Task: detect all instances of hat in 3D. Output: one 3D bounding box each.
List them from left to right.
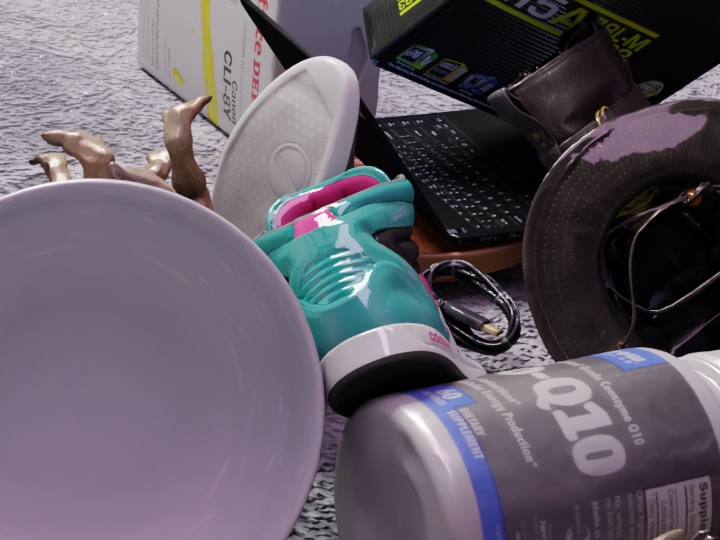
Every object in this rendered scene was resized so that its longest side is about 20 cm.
[{"bbox_3d":[0.178,0.012,1.168,0.200,0.201,0.081,3,-13,-6],"label":"hat"}]

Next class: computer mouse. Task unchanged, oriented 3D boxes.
[{"bbox_3d":[0.000,0.000,1.206,0.200,0.034,0.059,17,69,25],"label":"computer mouse"}]

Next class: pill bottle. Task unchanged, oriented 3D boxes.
[{"bbox_3d":[0.099,0.096,0.973,0.199,0.114,0.114,-9,30,-28],"label":"pill bottle"}]

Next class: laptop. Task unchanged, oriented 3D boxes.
[{"bbox_3d":[0.045,-0.098,1.299,0.199,0.104,0.177,-7,30,-25],"label":"laptop"}]

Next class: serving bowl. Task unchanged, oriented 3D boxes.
[{"bbox_3d":[-0.118,0.060,0.936,0.199,0.201,0.066,0,3,-11],"label":"serving bowl"}]

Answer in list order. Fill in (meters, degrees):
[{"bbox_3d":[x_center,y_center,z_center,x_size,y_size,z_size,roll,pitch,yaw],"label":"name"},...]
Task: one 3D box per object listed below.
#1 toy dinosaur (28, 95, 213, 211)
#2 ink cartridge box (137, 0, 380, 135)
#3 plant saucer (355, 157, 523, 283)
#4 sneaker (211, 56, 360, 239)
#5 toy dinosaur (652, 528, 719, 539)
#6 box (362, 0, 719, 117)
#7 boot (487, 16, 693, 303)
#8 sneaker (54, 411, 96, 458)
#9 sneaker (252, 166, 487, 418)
[{"bbox_3d":[-0.100,0.000,1.026,0.086,0.136,0.200,-11,-8,-20],"label":"toy dinosaur"},{"bbox_3d":[-0.071,-0.176,1.457,0.083,0.146,0.200,-11,31,-30],"label":"ink cartridge box"},{"bbox_3d":[0.022,-0.041,1.331,0.200,0.032,0.200,4,27,-2],"label":"plant saucer"},{"bbox_3d":[-0.023,-0.019,1.104,0.099,0.200,0.071,-6,34,-45],"label":"sneaker"},{"bbox_3d":[0.173,0.133,0.931,0.199,0.101,0.058,-1,44,-16],"label":"toy dinosaur"},{"bbox_3d":[0.136,-0.159,1.304,0.200,0.193,0.048,19,52,-40],"label":"box"},{"bbox_3d":[0.176,-0.072,1.271,0.069,0.174,0.200,-32,-2,43],"label":"boot"},{"bbox_3d":[-0.188,0.057,1.046,0.088,0.081,0.200,-17,28,-29],"label":"sneaker"},{"bbox_3d":[0.003,0.015,1.024,0.083,0.121,0.200,-21,-18,3],"label":"sneaker"}]
